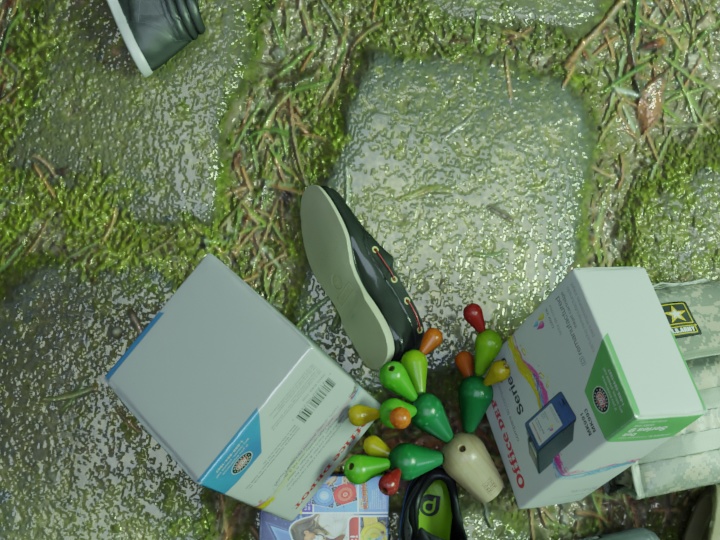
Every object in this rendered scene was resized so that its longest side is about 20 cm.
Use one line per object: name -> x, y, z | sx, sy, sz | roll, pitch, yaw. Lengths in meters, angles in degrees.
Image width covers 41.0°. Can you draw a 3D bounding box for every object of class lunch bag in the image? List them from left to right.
lunch bag -> 0.314, 0.109, 0.956 | 0.160, 0.118, 0.204 | -8, 80, -5

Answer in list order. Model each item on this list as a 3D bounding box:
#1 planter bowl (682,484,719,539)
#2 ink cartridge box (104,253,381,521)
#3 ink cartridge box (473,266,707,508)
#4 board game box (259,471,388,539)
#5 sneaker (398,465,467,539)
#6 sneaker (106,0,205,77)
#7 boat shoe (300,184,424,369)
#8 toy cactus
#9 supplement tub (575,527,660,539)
planter bowl -> 0.377, 0.280, 0.905 | 0.132, 0.200, 0.204 | 19, 84, 10
ink cartridge box -> -0.099, 0.115, 0.888 | 0.145, 0.200, 0.147 | 38, 84, 29
ink cartridge box -> 0.201, 0.112, 0.890 | 0.086, 0.201, 0.148 | -2, 58, -25
board game box -> -0.037, 0.307, 0.970 | 0.132, 0.034, 0.205 | 1, 84, -1
sneaker -> 0.063, 0.286, 0.926 | 0.069, 0.083, 0.203 | 8, 65, -2
sneaker -> -0.229, -0.316, 1.016 | 0.098, 0.071, 0.203 | -25, 91, -5
boat shoe -> -0.001, 0.001, 0.991 | 0.062, 0.074, 0.204 | -16, 72, -38
toy cactus -> 0.082, 0.146, 0.904 | 0.200, 0.102, 0.166 | -45, 103, -22
supplement tub -> 0.200, 0.327, 0.928 | 0.196, 0.123, 0.125 | -11, 85, -2
